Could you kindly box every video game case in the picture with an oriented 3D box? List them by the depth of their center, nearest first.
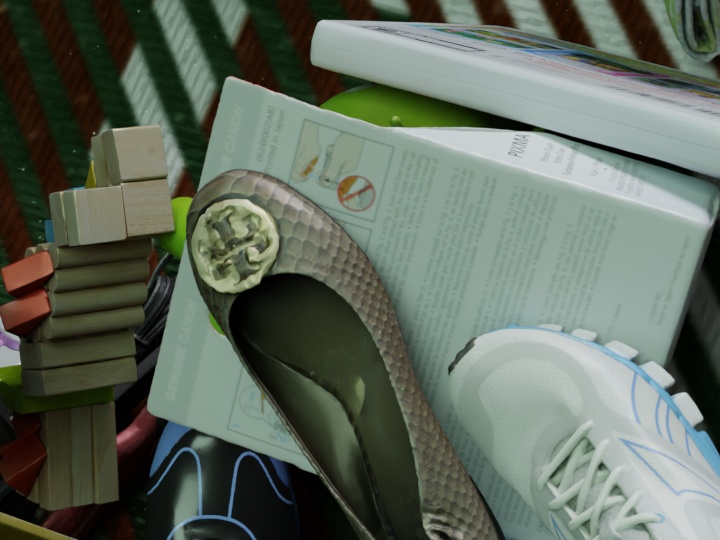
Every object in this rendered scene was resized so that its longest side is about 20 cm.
[{"bbox_3d":[0.106,-0.074,1.130,0.200,0.182,0.024,17,101,26],"label":"video game case"}]

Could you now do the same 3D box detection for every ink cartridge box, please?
[{"bbox_3d":[0.027,0.015,1.072,0.200,0.047,0.160,18,116,6],"label":"ink cartridge box"}]

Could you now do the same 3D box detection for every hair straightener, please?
[{"bbox_3d":[-0.118,0.050,1.250,0.077,0.041,0.200,41,96,28],"label":"hair straightener"}]

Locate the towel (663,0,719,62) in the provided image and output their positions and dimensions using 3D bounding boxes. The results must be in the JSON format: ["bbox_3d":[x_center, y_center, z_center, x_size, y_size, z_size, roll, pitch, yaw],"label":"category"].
[{"bbox_3d":[0.132,-0.212,1.166,0.048,0.171,0.200,-15,67,-1],"label":"towel"}]

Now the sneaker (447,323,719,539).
[{"bbox_3d":[0.108,0.094,0.996,0.200,0.087,0.075,40,112,15],"label":"sneaker"}]

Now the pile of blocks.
[{"bbox_3d":[-0.137,0.019,1.154,0.082,0.062,0.200,46,133,42],"label":"pile of blocks"}]

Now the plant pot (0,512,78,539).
[{"bbox_3d":[-0.212,0.213,1.161,0.176,0.200,0.200,-3,71,35],"label":"plant pot"}]

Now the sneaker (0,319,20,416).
[{"bbox_3d":[-0.224,0.089,1.251,0.200,0.100,0.075,-27,32,-8],"label":"sneaker"}]

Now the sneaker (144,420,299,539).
[{"bbox_3d":[-0.061,0.158,1.130,0.070,0.078,0.200,0,102,-1],"label":"sneaker"}]

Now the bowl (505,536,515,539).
[{"bbox_3d":[0.083,0.188,1.076,0.200,0.200,0.108,24,126,27],"label":"bowl"}]

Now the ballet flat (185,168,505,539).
[{"bbox_3d":[-0.008,0.051,1.030,0.067,0.046,0.200,-29,92,26],"label":"ballet flat"}]

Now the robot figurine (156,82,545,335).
[{"bbox_3d":[0.000,0.000,1.155,0.200,0.175,0.116,-53,50,40],"label":"robot figurine"}]

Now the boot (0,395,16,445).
[{"bbox_3d":[-0.240,0.075,1.104,0.174,0.200,0.069,-21,83,-16],"label":"boot"}]
